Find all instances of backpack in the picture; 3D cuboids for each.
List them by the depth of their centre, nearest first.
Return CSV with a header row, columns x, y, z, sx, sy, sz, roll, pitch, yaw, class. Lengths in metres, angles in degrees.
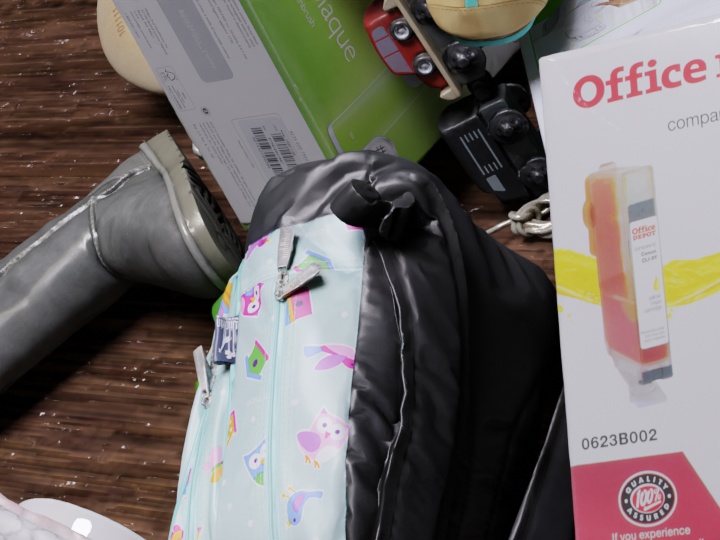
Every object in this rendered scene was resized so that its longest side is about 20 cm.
x,y,z,sx,sy,sz,roll,pitch,yaw,class
0.006,0.075,0.916,0.126,0.167,0.201,-17,54,40,backpack

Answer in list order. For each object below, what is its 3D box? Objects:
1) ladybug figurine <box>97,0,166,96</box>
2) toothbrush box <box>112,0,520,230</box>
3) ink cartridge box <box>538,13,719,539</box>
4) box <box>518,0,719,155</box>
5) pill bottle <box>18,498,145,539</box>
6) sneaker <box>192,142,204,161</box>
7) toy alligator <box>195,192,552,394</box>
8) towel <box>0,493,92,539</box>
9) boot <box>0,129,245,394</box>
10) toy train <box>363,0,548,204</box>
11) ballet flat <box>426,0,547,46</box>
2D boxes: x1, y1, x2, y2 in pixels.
x,y,z,sx,sy,sz,roll,pitch,yaw,class
-0.052,-0.165,1.256,0.200,0.072,0.136,-28,66,29,ladybug figurine
-0.006,-0.136,1.107,0.086,0.146,0.200,-5,33,42,toothbrush box
0.148,0.011,0.829,0.145,0.083,0.201,-11,77,34,ink cartridge box
0.175,-0.095,0.988,0.199,0.097,0.177,-27,37,15,box
-0.146,0.198,0.928,0.113,0.114,0.200,2,52,41,pill bottle
-0.057,-0.143,1.155,0.075,0.201,0.092,-9,0,29,sneaker
0.000,0.000,1.069,0.199,0.054,0.059,-29,37,13,toy alligator
-0.098,0.203,0.822,0.190,0.032,0.201,27,84,7,towel
-0.155,0.021,1.158,0.200,0.073,0.182,-32,16,-3,boot
0.026,-0.108,1.043,0.046,0.200,0.034,-24,28,22,toy train
0.067,-0.168,1.031,0.068,0.063,0.200,-7,31,13,ballet flat
